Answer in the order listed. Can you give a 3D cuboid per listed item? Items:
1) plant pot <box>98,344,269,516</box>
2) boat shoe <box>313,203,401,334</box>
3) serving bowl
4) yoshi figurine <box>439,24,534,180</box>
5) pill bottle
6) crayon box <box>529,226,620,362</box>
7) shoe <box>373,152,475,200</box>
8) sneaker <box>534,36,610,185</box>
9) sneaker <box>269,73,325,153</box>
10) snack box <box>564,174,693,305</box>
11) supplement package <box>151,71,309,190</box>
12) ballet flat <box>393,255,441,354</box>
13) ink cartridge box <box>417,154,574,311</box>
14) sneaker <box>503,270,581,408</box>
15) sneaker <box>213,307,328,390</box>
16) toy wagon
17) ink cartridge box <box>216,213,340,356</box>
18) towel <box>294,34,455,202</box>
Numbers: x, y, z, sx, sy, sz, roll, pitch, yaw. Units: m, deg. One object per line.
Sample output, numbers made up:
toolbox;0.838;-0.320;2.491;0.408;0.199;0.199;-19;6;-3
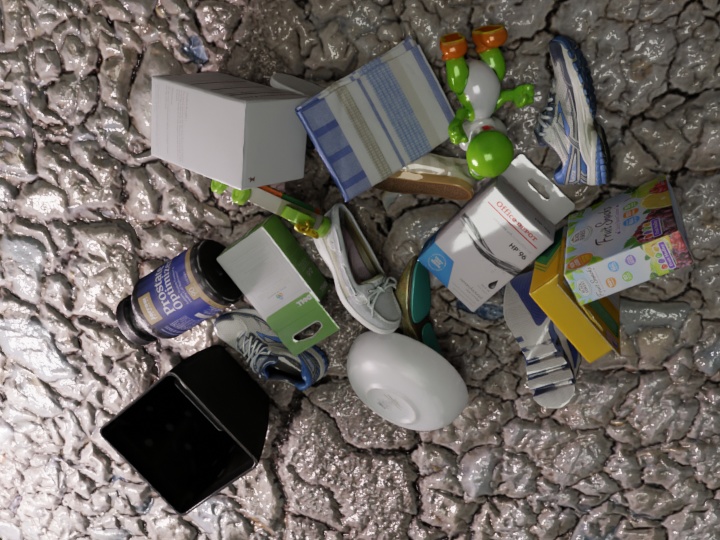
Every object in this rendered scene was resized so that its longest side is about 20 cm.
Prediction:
plant pot;-0.266;0.242;1.389;0.200;0.177;0.200;-38;99;26
boat shoe;0.001;-0.001;1.233;0.065;0.074;0.202;-40;74;48
serving bowl;0.060;0.182;1.283;0.200;0.066;0.200;23;145;17
yoshi figurine;0.161;-0.206;1.089;0.112;0.112;0.201;5;120;32
pill bottle;-0.291;0.041;1.343;0.200;0.112;0.112;-29;103;25
crayon box;0.287;0.034;1.122;0.052;0.200;0.126;-38;99;27
shoe;0.067;-0.143;1.194;0.199;0.070;0.054;11;76;14
sneaker;0.262;-0.198;1.090;0.085;0.077;0.201;-10;110;24
sneaker;-0.048;-0.195;1.195;0.200;0.071;0.099;26;122;7
snack box;0.337;-0.042;1.074;0.142;0.200;0.053;-25;106;24
supplement package;-0.182;-0.197;1.157;0.200;0.117;0.117;23;116;36
ballet flat;0.077;0.074;1.281;0.070;0.071;0.201;-5;112;18
ink cartridge box;0.191;-0.052;1.186;0.116;0.068;0.200;42;117;-5
sneaker;0.268;0.100;1.228;0.080;0.115;0.200;-15;79;20
sneaker;-0.151;0.128;1.357;0.199;0.085;0.077;25;118;5
toy wagon;-0.113;-0.091;1.187;0.155;0.200;0.040;21;94;-38
ink cartridge box;-0.119;0.024;1.314;0.104;0.059;0.200;-32;102;26
towel;0.026;-0.204;1.130;0.200;0.024;0.147;-34;103;-12
